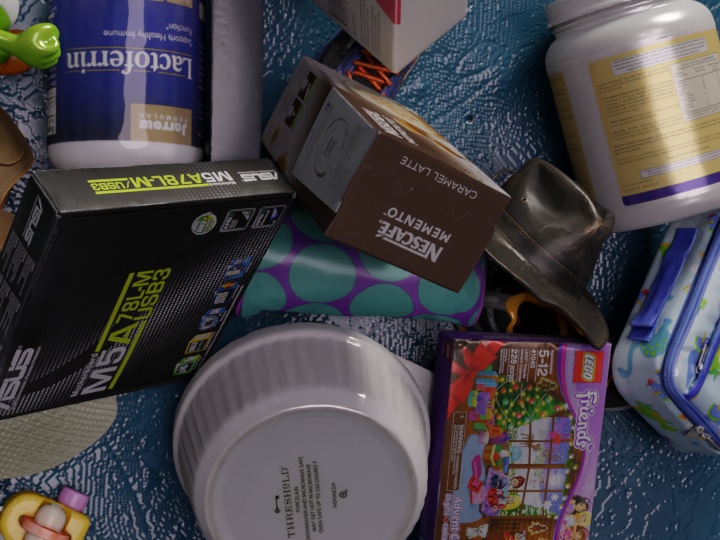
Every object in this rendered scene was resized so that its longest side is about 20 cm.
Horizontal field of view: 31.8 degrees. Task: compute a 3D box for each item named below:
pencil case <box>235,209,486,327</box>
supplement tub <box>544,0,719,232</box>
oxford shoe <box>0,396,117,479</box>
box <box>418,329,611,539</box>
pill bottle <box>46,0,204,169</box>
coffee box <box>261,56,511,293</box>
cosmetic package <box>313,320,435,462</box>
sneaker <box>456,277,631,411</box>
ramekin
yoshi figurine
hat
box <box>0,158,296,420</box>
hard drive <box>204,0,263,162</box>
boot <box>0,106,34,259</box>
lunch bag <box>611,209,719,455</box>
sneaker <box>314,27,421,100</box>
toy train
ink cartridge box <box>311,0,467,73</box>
[{"bbox_3d":[0.000,0.000,1.007,0.200,0.092,0.085,4,56,-11],"label":"pencil case"},{"bbox_3d":[0.241,-0.144,1.078,0.145,0.145,0.200,-17,95,-20],"label":"supplement tub"},{"bbox_3d":[-0.276,0.121,0.926,0.200,0.058,0.075,-19,131,-24],"label":"oxford shoe"},{"bbox_3d":[0.123,0.150,1.023,0.137,0.039,0.200,2,98,-17],"label":"box"},{"bbox_3d":[-0.173,-0.126,0.938,0.116,0.116,0.200,0,89,-20],"label":"pill bottle"},{"bbox_3d":[0.011,-0.075,0.918,0.114,0.200,0.080,23,105,-24],"label":"coffee box"},{"bbox_3d":[0.038,0.118,1.046,0.200,0.051,0.083,26,86,-18],"label":"cosmetic package"},{"bbox_3d":[0.175,0.069,1.086,0.200,0.077,0.078,25,79,-20],"label":"sneaker"},{"bbox_3d":[-0.040,0.147,0.954,0.202,0.094,0.203,-3,113,-8],"label":"ramekin"},{"bbox_3d":[-0.247,-0.200,0.860,0.112,0.200,0.112,21,81,-8],"label":"yoshi figurine"},{"bbox_3d":[0.156,-0.034,1.009,0.201,0.201,0.081,43,105,-15],"label":"hat"},{"bbox_3d":[-0.163,0.012,0.878,0.193,0.200,0.048,-10,51,-46],"label":"box"},{"bbox_3d":[-0.095,-0.161,0.955,0.042,0.135,0.200,0,88,-6],"label":"hard drive"},{"bbox_3d":[-0.308,-0.032,0.905,0.155,0.200,0.077,-34,144,18],"label":"boot"},{"bbox_3d":[0.306,0.051,1.103,0.161,0.082,0.200,44,63,-32],"label":"lunch bag"},{"bbox_3d":[0.021,-0.191,1.031,0.075,0.078,0.200,29,79,-17],"label":"sneaker"},{"bbox_3d":[-0.256,0.238,0.932,0.200,0.056,0.150,0,89,-21],"label":"toy train"},{"bbox_3d":[-0.015,-0.267,0.944,0.084,0.145,0.200,-41,72,-16],"label":"ink cartridge box"}]
